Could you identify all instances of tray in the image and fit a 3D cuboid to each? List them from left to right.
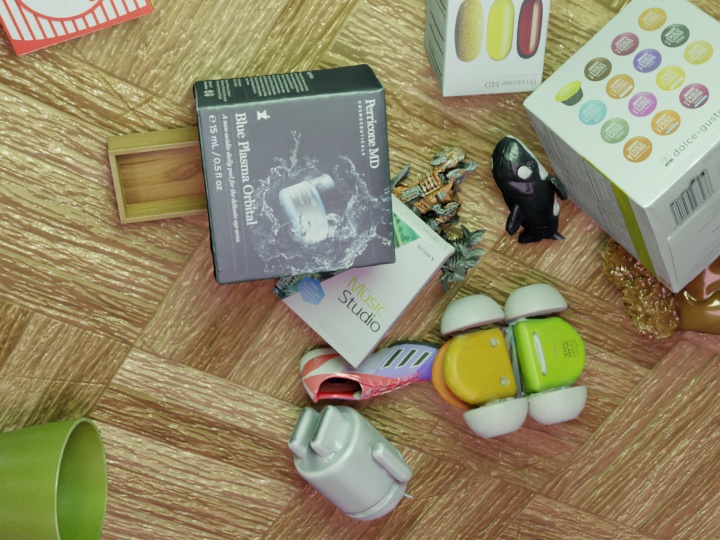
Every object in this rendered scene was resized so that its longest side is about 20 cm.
[{"bbox_3d":[-0.180,-0.114,1.484,0.198,0.037,0.099,-7,129,-5],"label":"tray"}]

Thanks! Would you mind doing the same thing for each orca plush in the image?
[{"bbox_3d":[0.183,-0.073,1.541,0.071,0.105,0.200,-52,159,-15],"label":"orca plush"}]

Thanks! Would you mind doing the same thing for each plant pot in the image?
[{"bbox_3d":[-0.447,0.282,1.668,0.198,0.188,0.188,-1,129,9],"label":"plant pot"}]

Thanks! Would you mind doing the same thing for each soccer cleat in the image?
[{"bbox_3d":[0.022,0.137,1.693,0.198,0.073,0.069,-2,127,-10],"label":"soccer cleat"}]

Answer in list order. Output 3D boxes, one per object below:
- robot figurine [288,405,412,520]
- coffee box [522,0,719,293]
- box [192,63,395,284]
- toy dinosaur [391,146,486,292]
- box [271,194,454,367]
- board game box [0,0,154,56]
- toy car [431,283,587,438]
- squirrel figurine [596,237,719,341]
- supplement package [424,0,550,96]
[{"bbox_3d":[-0.011,0.260,1.756,0.169,0.113,0.200,-3,141,42],"label":"robot figurine"},{"bbox_3d":[0.327,-0.142,1.400,0.200,0.198,0.200,-42,146,-1],"label":"coffee box"},{"bbox_3d":[-0.071,-0.105,1.408,0.198,0.118,0.198,-7,111,-7],"label":"box"},{"bbox_3d":[0.078,-0.052,1.563,0.135,0.102,0.200,36,131,-8],"label":"toy dinosaur"},{"bbox_3d":[0.000,0.000,1.551,0.144,0.036,0.200,41,120,7],"label":"box"},{"bbox_3d":[-0.308,-0.327,1.287,0.150,0.046,0.201,-18,129,3],"label":"board game box"},{"bbox_3d":[0.185,0.120,1.672,0.198,0.176,0.150,-10,169,-18],"label":"toy car"},{"bbox_3d":[0.400,-0.018,1.611,0.198,0.142,0.188,-17,122,0],"label":"squirrel figurine"},{"bbox_3d":[0.132,-0.296,1.356,0.113,0.110,0.201,-5,128,-7],"label":"supplement package"}]
